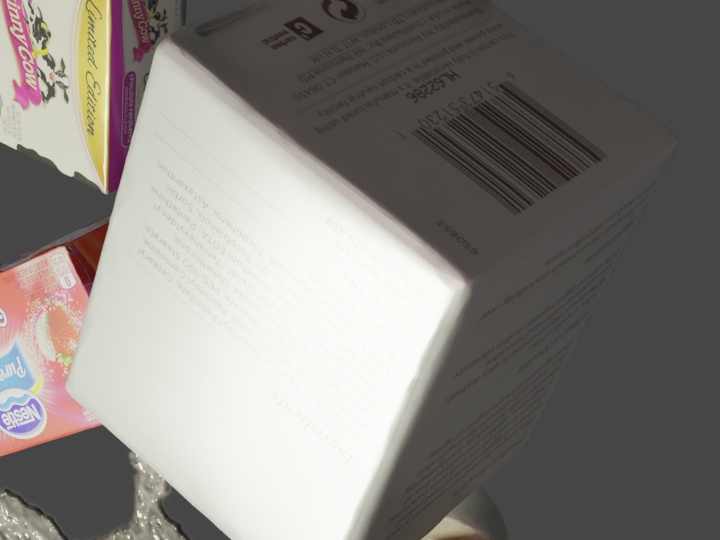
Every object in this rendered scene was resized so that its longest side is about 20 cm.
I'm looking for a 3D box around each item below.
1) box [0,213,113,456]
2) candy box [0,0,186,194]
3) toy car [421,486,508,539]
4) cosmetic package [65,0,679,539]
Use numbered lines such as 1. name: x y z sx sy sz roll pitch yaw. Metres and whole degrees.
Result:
1. box: -0.163 0.034 0.985 0.199 0.099 0.096 -19 98 44
2. candy box: -0.182 -0.141 0.940 0.199 0.061 0.138 24 125 30
3. toy car: 0.015 0.206 0.898 0.150 0.177 0.199 36 144 -30
4. cosmetic package: 0.000 0.000 0.777 0.166 0.167 0.201 38 130 19
